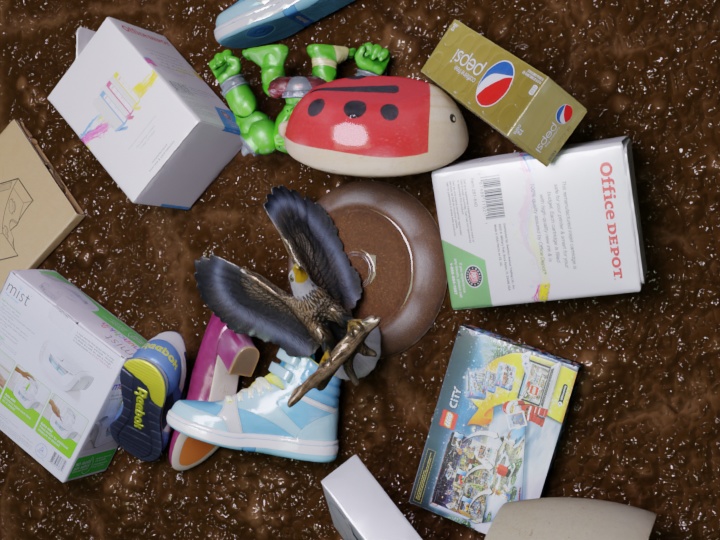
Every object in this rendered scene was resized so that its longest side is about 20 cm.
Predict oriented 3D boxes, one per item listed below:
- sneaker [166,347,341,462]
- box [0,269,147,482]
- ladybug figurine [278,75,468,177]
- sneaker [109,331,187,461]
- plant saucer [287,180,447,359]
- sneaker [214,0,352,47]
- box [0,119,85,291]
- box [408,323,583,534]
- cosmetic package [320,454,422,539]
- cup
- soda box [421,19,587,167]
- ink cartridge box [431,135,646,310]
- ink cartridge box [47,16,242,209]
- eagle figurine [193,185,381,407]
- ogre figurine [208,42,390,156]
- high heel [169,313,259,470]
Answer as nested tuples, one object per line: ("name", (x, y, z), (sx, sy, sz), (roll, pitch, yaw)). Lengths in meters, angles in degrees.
("sneaker", (-0.113, 0.136, 1.212), (0.196, 0.079, 0.133), (11, 89, -9))
("box", (-0.373, 0.125, 1.323), (0.198, 0.096, 0.179), (32, 101, 19))
("ladybug figurine", (0.013, -0.152, 1.099), (0.196, 0.137, 0.073), (-2, 125, -1))
("sneaker", (-0.243, 0.152, 1.268), (0.073, 0.083, 0.201), (27, 135, 2))
("plant saucer", (0.000, 0.000, 1.208), (0.197, 0.037, 0.205), (0, 91, 22))
("sneaker", (-0.090, -0.344, 1.216), (0.197, 0.079, 0.133), (-22, 83, 10))
("box", (-0.466, -0.068, 1.401), (0.200, 0.021, 0.164), (-42, 75, 16))
("box", (0.144, 0.175, 1.148), (0.135, 0.038, 0.204), (19, 97, 21))
("cosmetic package", (0.040, 0.305, 1.112), (0.051, 0.152, 0.200), (-35, 63, -13))
("cup", (0.186, 0.303, 1.041), (0.141, 0.200, 0.204), (20, 97, 18))
("soda box", (0.139, -0.182, 1.079), (0.068, 0.064, 0.200), (-54, 34, 11))
("ink cartridge box", (0.185, -0.048, 1.095), (0.196, 0.084, 0.148), (-7, 99, 21))
("ink cartridge box", (-0.254, -0.189, 1.260), (0.125, 0.128, 0.200), (-47, 74, 15))
("eagle figurine", (-0.063, 0.025, 1.146), (0.200, 0.150, 0.153), (44, 131, 34))
("ogre figurine", (-0.069, -0.189, 1.198), (0.196, 0.098, 0.123), (0, 90, -12))
("high heel", (-0.186, 0.138, 1.279), (0.096, 0.066, 0.202), (53, 125, 46))
